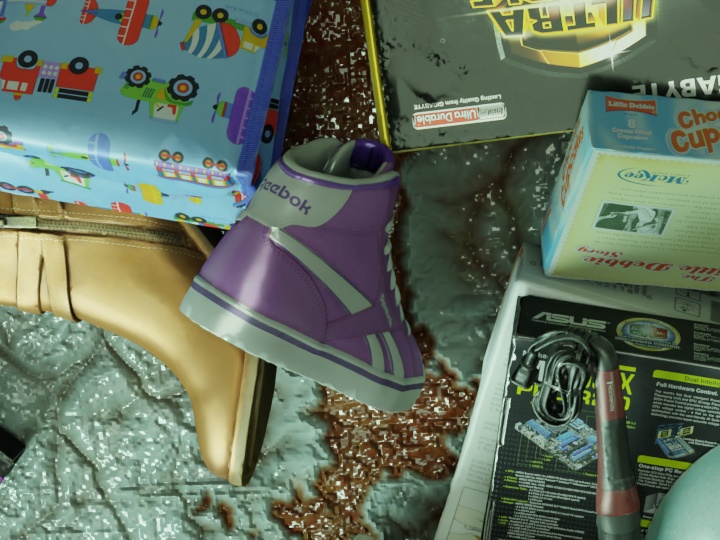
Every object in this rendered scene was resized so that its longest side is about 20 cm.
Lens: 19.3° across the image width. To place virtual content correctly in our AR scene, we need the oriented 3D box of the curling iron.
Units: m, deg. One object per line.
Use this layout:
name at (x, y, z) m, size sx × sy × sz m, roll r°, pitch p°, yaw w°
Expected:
curling iron at (0.115, 0.109, 1.023) m, size 0.050 × 0.026 × 0.200 m, roll 3°, pitch 125°, yaw 32°

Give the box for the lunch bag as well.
lunch bag at (-0.103, -0.134, 1.022) m, size 0.150 × 0.094 × 0.200 m, roll 10°, pitch 74°, yaw 4°

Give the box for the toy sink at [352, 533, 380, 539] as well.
toy sink at (0.061, 0.239, 1.079) m, size 0.200 × 0.112 × 0.131 m, roll 21°, pitch 103°, yaw 6°

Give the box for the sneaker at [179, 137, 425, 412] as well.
sneaker at (0.000, 0.000, 1.020) m, size 0.073 × 0.200 × 0.114 m, roll 28°, pitch 89°, yaw 24°

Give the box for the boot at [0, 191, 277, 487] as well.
boot at (-0.124, 0.014, 1.080) m, size 0.155 × 0.077 × 0.200 m, roll -4°, pitch 100°, yaw 5°

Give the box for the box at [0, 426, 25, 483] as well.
box at (-0.295, 0.130, 1.148) m, size 0.143 × 0.036 × 0.200 m, roll 38°, pitch 102°, yaw -3°

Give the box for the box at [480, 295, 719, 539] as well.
box at (0.164, 0.105, 1.050) m, size 0.200 × 0.044 × 0.160 m, roll 8°, pitch 118°, yaw 5°

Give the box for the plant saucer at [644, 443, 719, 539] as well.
plant saucer at (0.234, 0.160, 1.020) m, size 0.201 × 0.039 × 0.201 m, roll 4°, pitch 119°, yaw 7°

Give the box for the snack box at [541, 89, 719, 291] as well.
snack box at (0.194, -0.031, 1.010) m, size 0.200 × 0.116 × 0.037 m, roll 5°, pitch 59°, yaw -5°

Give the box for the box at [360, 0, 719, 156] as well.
box at (0.099, -0.146, 0.999) m, size 0.200 × 0.049 × 0.160 m, roll -6°, pitch 100°, yaw 8°

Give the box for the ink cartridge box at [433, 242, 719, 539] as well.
ink cartridge box at (0.133, 0.098, 1.103) m, size 0.162 × 0.050 × 0.200 m, roll 16°, pitch 122°, yaw 1°
